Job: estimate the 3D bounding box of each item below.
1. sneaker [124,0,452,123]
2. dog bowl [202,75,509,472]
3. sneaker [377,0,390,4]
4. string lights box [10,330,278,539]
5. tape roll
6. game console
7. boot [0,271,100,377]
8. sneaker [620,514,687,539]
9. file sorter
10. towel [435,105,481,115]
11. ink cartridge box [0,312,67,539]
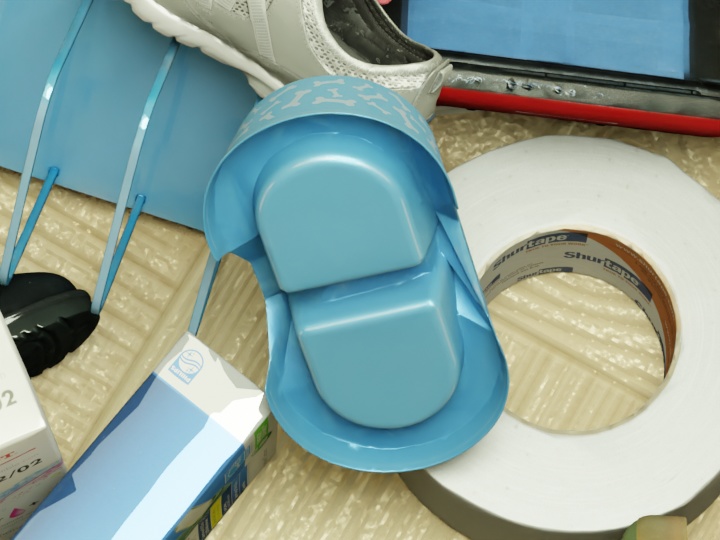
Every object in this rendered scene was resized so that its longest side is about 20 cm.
[{"bbox_3d":[-0.038,-0.130,1.247,0.200,0.082,0.075,40,40,2],"label":"sneaker"},{"bbox_3d":[0.000,0.000,1.235,0.111,0.201,0.050,-12,35,10],"label":"dog bowl"},{"bbox_3d":[0.021,-0.185,1.356,0.086,0.074,0.200,26,45,15],"label":"sneaker"},{"bbox_3d":[-0.122,0.132,1.295,0.059,0.103,0.200,37,76,9],"label":"string lights box"},{"bbox_3d":[0.101,0.038,1.345,0.199,0.066,0.202,0,72,1],"label":"tape roll"},{"bbox_3d":[0.097,-0.134,1.361,0.199,0.172,0.120,6,92,-6],"label":"game console"},{"bbox_3d":[-0.249,-0.002,1.356,0.199,0.076,0.169,-26,75,-3],"label":"boot"},{"bbox_3d":[0.099,0.209,1.267,0.089,0.067,0.202,6,90,5],"label":"sneaker"},{"bbox_3d":[-0.145,-0.069,1.310,0.199,0.139,0.123,18,37,-1],"label":"file sorter"},{"bbox_3d":[-0.003,-0.171,1.442,0.143,0.023,0.201,-6,73,-4],"label":"towel"},{"bbox_3d":[-0.200,0.081,1.262,0.115,0.200,0.068,-24,72,-7],"label":"ink cartridge box"}]
